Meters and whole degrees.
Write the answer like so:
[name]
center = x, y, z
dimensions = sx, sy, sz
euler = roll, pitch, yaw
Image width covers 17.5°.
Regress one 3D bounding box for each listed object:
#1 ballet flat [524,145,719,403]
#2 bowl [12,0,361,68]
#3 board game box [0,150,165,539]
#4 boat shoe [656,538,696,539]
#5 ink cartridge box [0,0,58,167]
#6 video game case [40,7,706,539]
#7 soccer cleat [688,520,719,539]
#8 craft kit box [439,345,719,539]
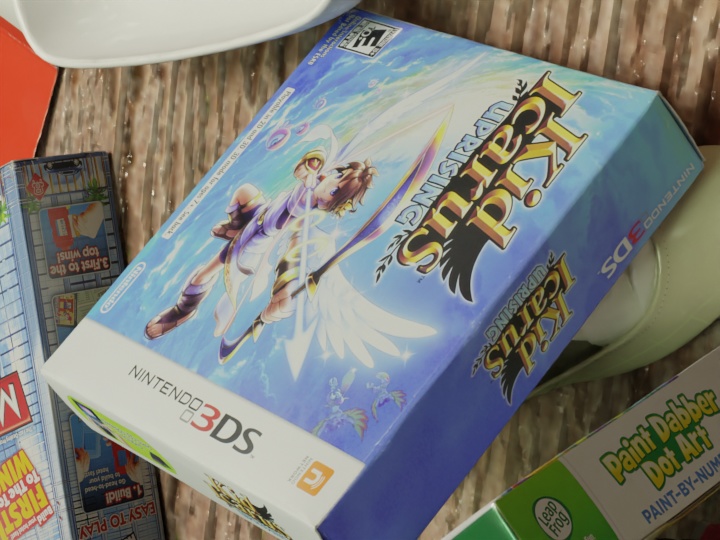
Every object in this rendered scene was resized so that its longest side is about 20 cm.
[ballet flat]
center = 0.072, 0.017, 0.893
dimensions = 0.200, 0.069, 0.070
euler = -38, 72, 41
[bowl]
center = -0.066, -0.190, 0.977
dimensions = 0.199, 0.074, 0.201
euler = -4, 95, 40
[board game box]
center = -0.174, 0.071, 1.141
dimensions = 0.200, 0.061, 0.201
euler = -26, 79, 43
[boat shoe]
center = 0.099, 0.131, 0.738
dimensions = 0.067, 0.200, 0.072
euler = 28, 107, -7
[ink cartridge box]
center = -0.203, -0.161, 1.137
dimensions = 0.162, 0.050, 0.201
euler = 36, 117, 34
[video game case]
center = 0.000, 0.000, 0.870
dimensions = 0.181, 0.045, 0.200
euler = 23, 69, 47
[soccer cleat]
center = 0.138, 0.182, 0.864
dimensions = 0.076, 0.067, 0.201
euler = 26, 112, 33
[craft kit box]
center = 0.052, 0.109, 0.836
dimensions = 0.200, 0.197, 0.049
euler = -43, 77, 39
